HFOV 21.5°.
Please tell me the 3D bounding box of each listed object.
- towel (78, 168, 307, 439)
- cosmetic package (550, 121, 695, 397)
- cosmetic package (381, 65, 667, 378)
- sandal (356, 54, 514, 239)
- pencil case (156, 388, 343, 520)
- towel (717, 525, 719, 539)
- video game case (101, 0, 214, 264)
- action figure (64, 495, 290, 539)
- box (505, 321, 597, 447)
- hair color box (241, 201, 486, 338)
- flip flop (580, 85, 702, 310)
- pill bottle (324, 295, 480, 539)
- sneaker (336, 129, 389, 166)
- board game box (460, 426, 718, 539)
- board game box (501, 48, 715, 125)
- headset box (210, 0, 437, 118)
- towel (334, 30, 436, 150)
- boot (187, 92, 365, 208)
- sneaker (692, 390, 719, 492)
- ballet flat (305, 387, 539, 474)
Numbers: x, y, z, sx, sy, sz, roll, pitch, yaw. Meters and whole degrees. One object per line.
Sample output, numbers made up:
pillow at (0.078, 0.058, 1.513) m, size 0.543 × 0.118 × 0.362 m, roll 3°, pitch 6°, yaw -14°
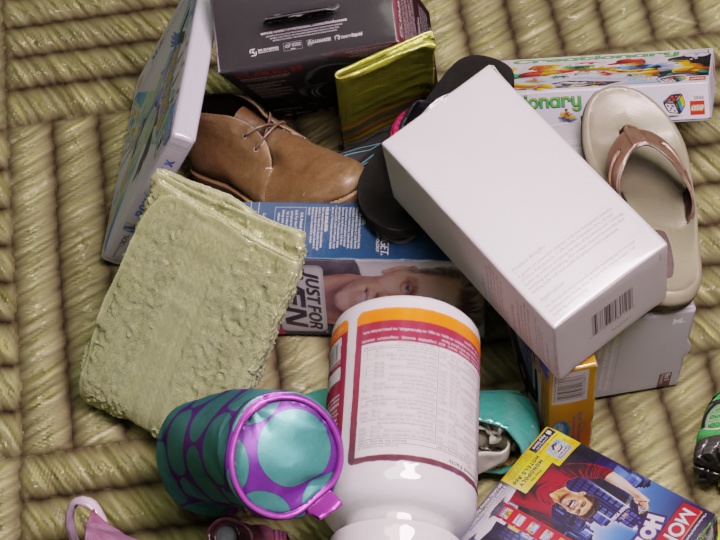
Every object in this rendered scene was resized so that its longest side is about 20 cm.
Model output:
towel at (-0.127, 0.037, 1.435) m, size 0.148 × 0.036 × 0.201 m, roll 27°, pitch 104°, yaw 20°
cosmetic package at (0.190, -0.011, 1.479) m, size 0.090 × 0.107 × 0.201 m, roll -7°, pitch 51°, yaw -5°
cosmetic package at (0.117, -0.037, 1.356) m, size 0.107 × 0.085 × 0.200 m, roll -34°, pitch 61°, yaw -11°
sandal at (0.057, -0.107, 1.473) m, size 0.075 × 0.045 × 0.200 m, roll 22°, pitch 58°, yaw 19°
pencil case at (-0.079, 0.129, 1.312) m, size 0.085 × 0.200 × 0.093 m, roll -33°, pitch 96°, yaw -19°
towel at (0.288, 0.220, 1.351) m, size 0.199 × 0.018 × 0.086 m, roll 0°, pitch 49°, yaw 5°
video game case at (-0.161, -0.133, 1.549) m, size 0.022 × 0.182 × 0.201 m, roll 18°, pitch 52°, yaw -17°
action figure at (-0.103, 0.227, 1.341) m, size 0.199 × 0.135 × 0.149 m, roll -13°, pitch 27°, yaw -6°
box at (0.135, 0.027, 1.446) m, size 0.041 × 0.119 × 0.201 m, roll -12°, pitch 53°, yaw -5°
hair color box at (0.000, 0.000, 1.485) m, size 0.199 × 0.100 × 0.061 m, roll 0°, pitch 52°, yaw 4°
flip flop at (0.214, -0.063, 1.416) m, size 0.081 × 0.058 × 0.201 m, roll -3°, pitch 54°, yaw -2°
pill bottle at (0.028, 0.127, 1.311) m, size 0.109 × 0.110 × 0.201 m, roll 1°, pitch 58°, yaw 4°
sneaker at (0.051, -0.090, 1.564) m, size 0.199 × 0.076 × 0.080 m, roll -14°, pitch 50°, yaw -6°
board game box at (0.152, 0.233, 1.300) m, size 0.199 × 0.062 × 0.200 m, roll 28°, pitch 63°, yaw 34°
board game box at (0.192, -0.150, 1.570) m, size 0.199 × 0.035 × 0.126 m, roll -2°, pitch 18°, yaw 13°
headset box at (-0.028, -0.189, 1.535) m, size 0.148 × 0.200 × 0.078 m, roll -9°, pitch 82°, yaw 11°
towel at (0.022, -0.140, 1.530) m, size 0.086 × 0.200 × 0.018 m, roll -25°, pitch 79°, yaw -4°
boot at (-0.074, -0.094, 1.530) m, size 0.199 × 0.076 × 0.074 m, roll 15°, pitch 43°, yaw 41°
sneaker at (0.348, 0.121, 1.390) m, size 0.199 × 0.078 × 0.086 m, roll 8°, pitch 54°, yaw 9°
ballet flat at (0.035, 0.124, 1.407) m, size 0.199 × 0.068 × 0.071 m, roll -1°, pitch 34°, yaw 1°
